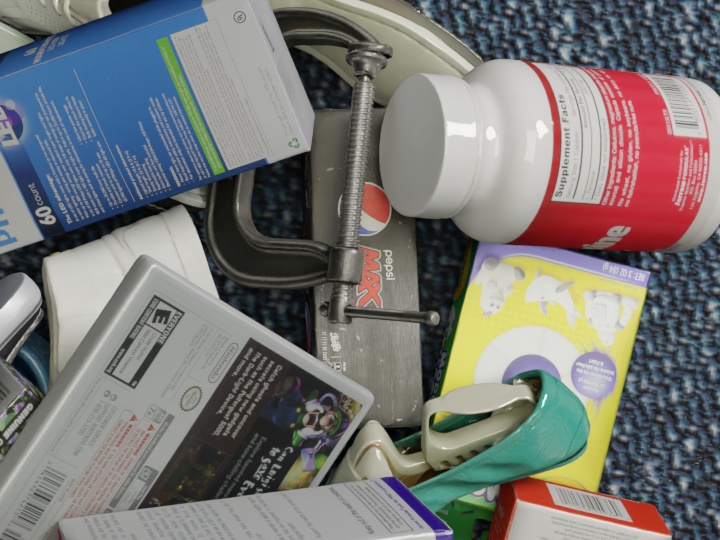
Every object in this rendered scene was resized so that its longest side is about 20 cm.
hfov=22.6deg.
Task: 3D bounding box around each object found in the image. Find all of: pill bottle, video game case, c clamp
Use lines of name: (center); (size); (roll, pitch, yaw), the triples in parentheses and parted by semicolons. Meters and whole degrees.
pill bottle: (0.119, -0.070, 1.095); (0.200, 0.112, 0.112); (3, 86, -25)
video game case: (-0.110, 0.115, 1.033); (0.182, 0.023, 0.200); (34, 90, -35)
c clamp: (-0.021, -0.063, 1.076); (0.171, 0.027, 0.200); (-3, 82, 34)

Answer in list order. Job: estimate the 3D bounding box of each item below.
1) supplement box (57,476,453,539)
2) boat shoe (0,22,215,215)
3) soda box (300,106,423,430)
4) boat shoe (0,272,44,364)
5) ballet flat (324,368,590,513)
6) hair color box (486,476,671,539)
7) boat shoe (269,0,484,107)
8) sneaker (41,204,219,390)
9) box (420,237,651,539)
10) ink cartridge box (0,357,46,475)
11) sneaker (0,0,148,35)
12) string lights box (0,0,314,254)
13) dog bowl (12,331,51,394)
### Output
supplement box: (-0.059, 0.185, 0.987); (0.200, 0.103, 0.101); (-5, 103, -18)
boat shoe: (-0.182, -0.087, 1.120); (0.200, 0.076, 0.060); (33, 123, -13)
soda box: (0.000, 0.000, 1.130); (0.071, 0.063, 0.200); (-1, 87, -7)
boat shoe: (-0.247, 0.092, 1.053); (0.066, 0.070, 0.200); (45, 78, -24)
ballet flat: (0.038, 0.111, 1.078); (0.200, 0.067, 0.070); (-25, 116, 5)
hair color box: (0.113, 0.234, 1.105); (0.101, 0.061, 0.200); (14, 100, -5)
boat shoe: (-0.005, -0.161, 1.136); (0.201, 0.072, 0.060); (25, 49, -4)
sneaker: (-0.131, 0.072, 1.100); (0.115, 0.074, 0.200); (-19, 91, -14)
box: (0.103, 0.083, 1.145); (0.117, 0.048, 0.200); (14, 88, -4)
ink cartridge box: (-0.177, 0.152, 1.058); (0.109, 0.050, 0.200); (-48, 128, -6)
sneaker: (-0.171, -0.174, 1.104); (0.200, 0.099, 0.078); (23, 85, -4)
string lights box: (-0.138, -0.092, 1.039); (0.200, 0.059, 0.103); (-17, 114, 10)
dog bowl: (-0.271, 0.058, 1.106); (0.200, 0.050, 0.112); (35, 84, -2)
